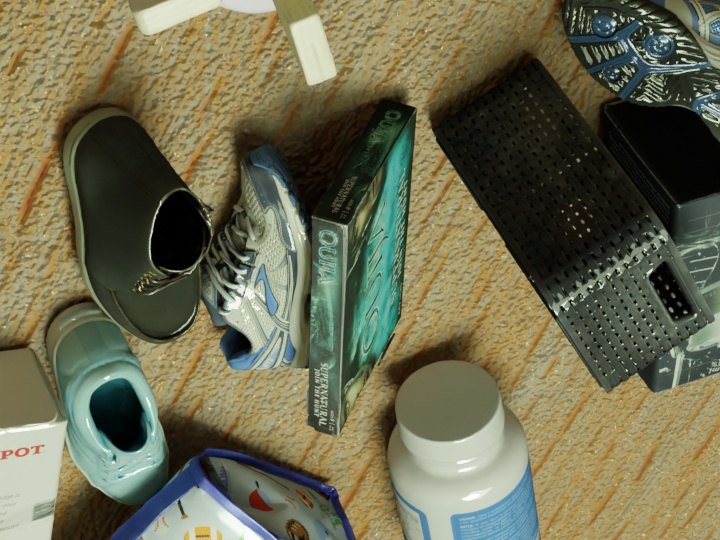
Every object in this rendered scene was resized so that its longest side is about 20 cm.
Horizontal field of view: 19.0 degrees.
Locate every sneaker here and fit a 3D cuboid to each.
[{"bbox_3d":[-0.175,0.117,1.530,0.074,0.082,0.200,-24,137,-6],"label":"sneaker"},{"bbox_3d":[-0.135,-0.003,1.413,0.075,0.106,0.201,-32,138,-16],"label":"sneaker"},{"bbox_3d":[-0.073,0.002,1.488,0.085,0.077,0.201,-13,133,-9],"label":"sneaker"},{"bbox_3d":[0.224,-0.158,1.511,0.199,0.077,0.076,25,132,-23],"label":"sneaker"}]

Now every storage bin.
[{"bbox_3d":[0.145,-0.032,1.482,0.094,0.200,0.135,-34,138,3],"label":"storage bin"}]

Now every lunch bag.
[{"bbox_3d":[-0.113,0.231,1.636,0.170,0.124,0.200,-44,140,14],"label":"lunch bag"}]

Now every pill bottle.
[{"bbox_3d":[0.081,0.166,1.699,0.112,0.112,0.201,-22,138,-10],"label":"pill bottle"}]

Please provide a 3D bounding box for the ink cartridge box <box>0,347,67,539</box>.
[{"bbox_3d":[-0.293,0.158,1.499,0.145,0.084,0.201,-7,132,-25],"label":"ink cartridge box"}]

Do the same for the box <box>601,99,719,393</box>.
[{"bbox_3d":[0.287,-0.039,1.617,0.199,0.124,0.197,-16,138,-15],"label":"box"}]

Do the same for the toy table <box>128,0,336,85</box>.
[{"bbox_3d":[-0.058,-0.209,1.260,0.183,0.117,0.200,-31,136,5],"label":"toy table"}]

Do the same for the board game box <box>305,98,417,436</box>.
[{"bbox_3d":[0.000,0.000,1.495,0.028,0.136,0.201,15,134,14],"label":"board game box"}]
